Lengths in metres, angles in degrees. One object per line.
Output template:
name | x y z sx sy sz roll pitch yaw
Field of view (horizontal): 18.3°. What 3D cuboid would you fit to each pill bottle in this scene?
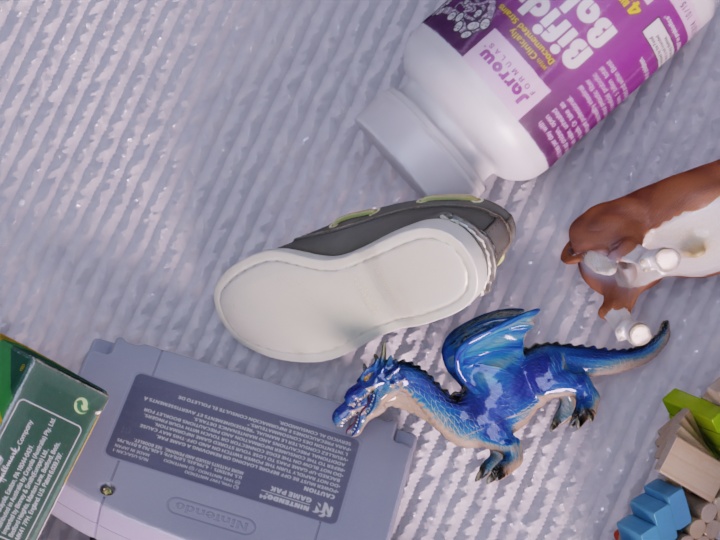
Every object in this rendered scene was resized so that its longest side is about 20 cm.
pill bottle | 0.097 -0.123 1.290 0.200 0.112 0.112 -43 80 -1

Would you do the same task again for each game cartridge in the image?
game cartridge | -0.076 0.116 1.267 0.200 0.042 0.133 17 48 1

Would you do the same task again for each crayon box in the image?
crayon box | -0.216 0.099 1.251 0.052 0.200 0.126 28 85 -22

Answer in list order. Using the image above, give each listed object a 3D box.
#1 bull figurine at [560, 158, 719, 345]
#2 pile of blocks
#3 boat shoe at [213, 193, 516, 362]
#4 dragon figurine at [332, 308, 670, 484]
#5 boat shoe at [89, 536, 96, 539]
bull figurine | 0.211 -0.031 1.272 0.200 0.121 0.065 -25 113 10
pile of blocks | 0.173 0.127 1.265 0.082 0.062 0.200 34 83 -32
boat shoe | 0.001 0.003 1.279 0.202 0.060 0.072 -14 108 41
dragon figurine | 0.083 0.053 1.272 0.200 0.059 0.099 -32 93 -7
boat shoe | -0.065 0.186 1.288 0.200 0.071 0.063 17 87 4
